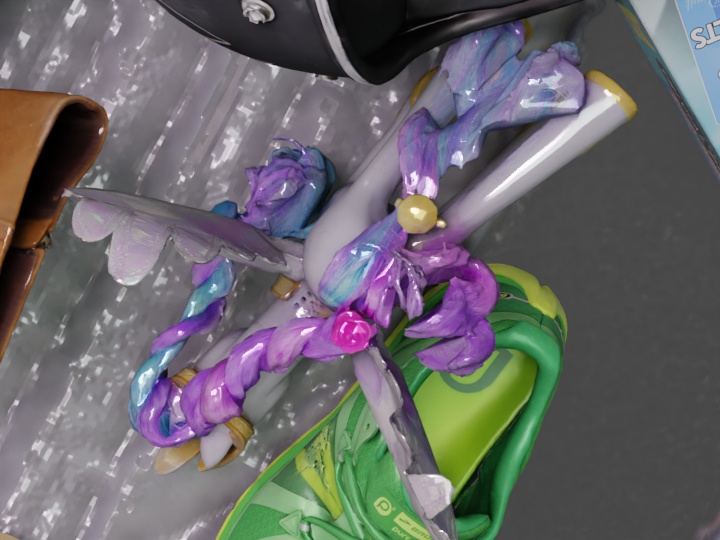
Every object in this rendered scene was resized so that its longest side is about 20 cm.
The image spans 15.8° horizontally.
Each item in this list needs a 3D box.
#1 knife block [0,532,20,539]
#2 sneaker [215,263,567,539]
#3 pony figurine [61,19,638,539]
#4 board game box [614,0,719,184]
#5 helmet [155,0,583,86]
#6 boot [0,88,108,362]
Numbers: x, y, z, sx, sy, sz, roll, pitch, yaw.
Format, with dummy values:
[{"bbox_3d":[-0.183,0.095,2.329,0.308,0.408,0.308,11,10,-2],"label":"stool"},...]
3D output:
[{"bbox_3d":[-0.222,0.139,0.884,0.200,0.176,0.064,19,121,-8],"label":"knife block"},{"bbox_3d":[0.004,0.085,0.942,0.074,0.084,0.200,32,97,-10],"label":"sneaker"},{"bbox_3d":[0.000,0.000,0.869,0.200,0.193,0.167,-45,91,-3],"label":"pony figurine"},{"bbox_3d":[0.187,-0.079,0.914,0.151,0.047,0.200,-34,119,2],"label":"board game box"},{"bbox_3d":[0.000,-0.159,0.798,0.190,0.200,0.200,-21,101,-2],"label":"helmet"},{"bbox_3d":[-0.195,0.012,0.856,0.200,0.068,0.188,15,66,29],"label":"boot"}]
